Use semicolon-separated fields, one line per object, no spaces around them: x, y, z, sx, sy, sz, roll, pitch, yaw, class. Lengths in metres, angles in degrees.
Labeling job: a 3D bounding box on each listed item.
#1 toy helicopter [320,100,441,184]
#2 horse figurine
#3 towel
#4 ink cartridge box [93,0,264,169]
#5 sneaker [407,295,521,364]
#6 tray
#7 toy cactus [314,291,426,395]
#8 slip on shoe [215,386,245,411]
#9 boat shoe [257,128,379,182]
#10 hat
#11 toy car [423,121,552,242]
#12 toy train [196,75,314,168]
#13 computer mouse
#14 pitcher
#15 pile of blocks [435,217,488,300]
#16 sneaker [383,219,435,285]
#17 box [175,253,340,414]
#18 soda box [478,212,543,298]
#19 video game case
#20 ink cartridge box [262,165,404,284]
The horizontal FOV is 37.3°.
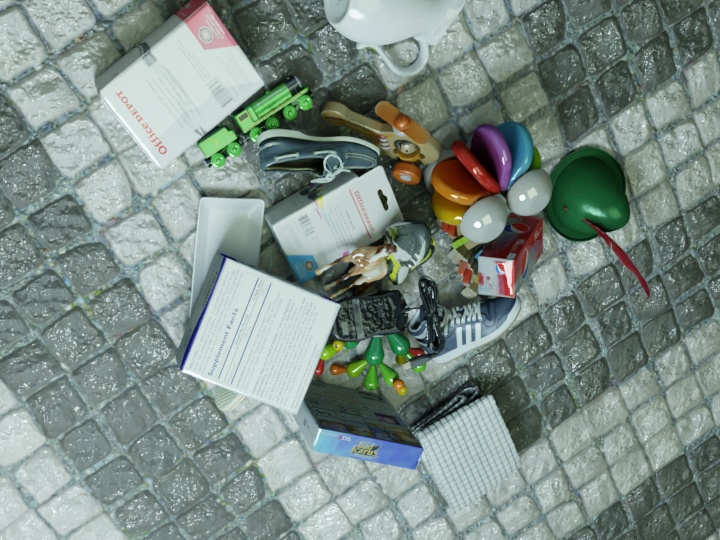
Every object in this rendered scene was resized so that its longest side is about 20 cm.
0.033;-0.216;1.654;0.197;0.132;0.080;21;73;-10;toy helicopter
0.000;0.000;1.712;0.131;0.200;0.051;-27;75;-1;horse figurine
0.188;0.320;1.947;0.164;0.086;0.202;-31;120;-6;towel
-0.261;-0.270;1.528;0.199;0.083;0.147;-39;120;-4;ink cartridge box
0.171;0.078;1.817;0.199;0.071;0.108;-34;119;28;sneaker
-0.213;-0.019;1.683;0.105;0.022;0.204;1;110;-21;tray
0.024;0.121;1.799;0.196;0.102;0.169;8;94;-7;toy cactus
-0.160;0.157;1.750;0.200;0.074;0.061;-47;132;0;slip on shoe
-0.060;-0.169;1.615;0.197;0.075;0.063;6;67;-28;boat shoe
0.433;-0.097;1.823;0.199;0.176;0.167;34;96;-29;hat
0.198;-0.161;1.686;0.198;0.176;0.151;-29;144;-11;toy car
-0.159;-0.226;1.614;0.198;0.042;0.057;-35;109;-6;toy train
0.043;0.098;1.755;0.196;0.046;0.143;-15;93;-14;computer mouse
0.041;-0.374;1.600;0.197;0.122;0.174;-1;127;-33;pitcher
0.186;-0.024;1.797;0.062;0.081;0.202;-57;131;-44;pile of blocks
0.083;-0.046;1.720;0.084;0.200;0.075;-35;84;-19;sneaker
-0.160;0.095;1.645;0.197;0.105;0.187;23;91;-17;box
0.252;-0.027;1.774;0.062;0.200;0.071;6;116;22;soda box
-0.016;0.253;1.779;0.197;0.181;0.046;16;105;-26;video game case
-0.042;-0.084;1.699;0.198;0.068;0.116;-30;120;-8;ink cartridge box
